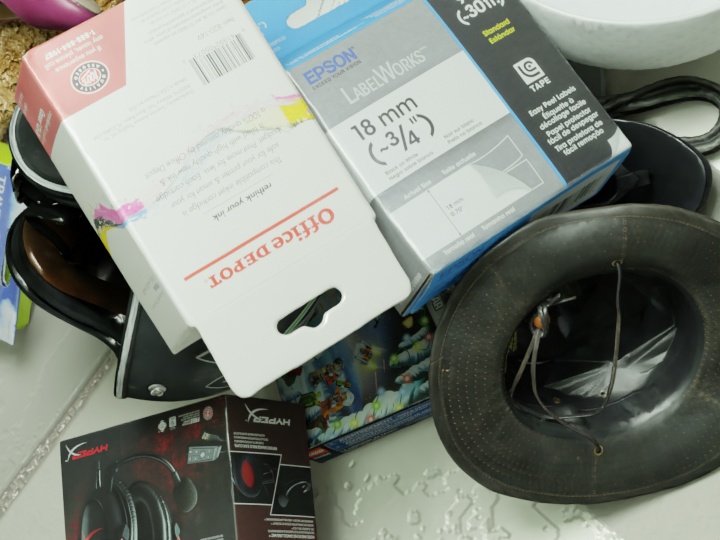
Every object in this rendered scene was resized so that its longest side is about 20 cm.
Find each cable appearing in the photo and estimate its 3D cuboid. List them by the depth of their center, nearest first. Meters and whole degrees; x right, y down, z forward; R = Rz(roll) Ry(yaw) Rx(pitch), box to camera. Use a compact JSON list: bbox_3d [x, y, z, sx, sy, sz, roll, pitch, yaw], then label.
[{"bbox_3d":[0.119,-0.097,1.053,0.199,0.050,0.098,21,85,24],"label":"cable"}]

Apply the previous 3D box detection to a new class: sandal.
[{"bbox_3d":[0.102,-0.056,1.033,0.198,0.043,0.077,11,102,13],"label":"sandal"}]

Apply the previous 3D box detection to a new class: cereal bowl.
[{"bbox_3d":[0.159,-0.192,1.032,0.198,0.084,0.202,-5,56,7],"label":"cereal bowl"}]

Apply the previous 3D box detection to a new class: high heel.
[{"bbox_3d":[-0.248,-0.164,1.179,0.199,0.067,0.097,27,90,44],"label":"high heel"}]

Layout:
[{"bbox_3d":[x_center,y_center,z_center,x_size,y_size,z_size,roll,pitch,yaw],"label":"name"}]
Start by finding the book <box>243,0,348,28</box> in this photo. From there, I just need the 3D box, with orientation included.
[{"bbox_3d":[-0.077,-0.239,1.153,0.199,0.048,0.135,21,101,12],"label":"book"}]

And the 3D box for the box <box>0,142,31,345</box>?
[{"bbox_3d":[-0.290,-0.038,1.224,0.199,0.048,0.123,20,109,28],"label":"box"}]

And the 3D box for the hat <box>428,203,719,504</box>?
[{"bbox_3d":[0.128,0.036,0.991,0.200,0.200,0.081,-43,23,10],"label":"hat"}]

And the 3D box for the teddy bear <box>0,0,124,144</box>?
[{"bbox_3d":[-0.238,-0.157,1.242,0.199,0.067,0.146,-21,71,20],"label":"teddy bear"}]

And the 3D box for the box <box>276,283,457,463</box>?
[{"bbox_3d":[0.000,0.000,1.100,0.136,0.040,0.202,-25,67,19],"label":"box"}]

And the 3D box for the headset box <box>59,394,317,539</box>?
[{"bbox_3d":[-0.099,0.188,1.058,0.148,0.075,0.202,-17,72,37],"label":"headset box"}]

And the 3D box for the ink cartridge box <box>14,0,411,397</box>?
[{"bbox_3d":[-0.075,-0.040,0.907,0.116,0.067,0.201,-30,85,-20],"label":"ink cartridge box"}]

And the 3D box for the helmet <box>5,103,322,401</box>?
[{"bbox_3d":[-0.104,-0.027,1.029,0.190,0.200,0.201,38,95,10],"label":"helmet"}]

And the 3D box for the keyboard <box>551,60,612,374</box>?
[{"bbox_3d":[0.123,-0.033,1.068,0.056,0.011,0.202,-6,74,19],"label":"keyboard"}]

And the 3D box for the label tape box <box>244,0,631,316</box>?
[{"bbox_3d":[0.027,-0.099,0.965,0.144,0.063,0.201,-32,78,-23],"label":"label tape box"}]
